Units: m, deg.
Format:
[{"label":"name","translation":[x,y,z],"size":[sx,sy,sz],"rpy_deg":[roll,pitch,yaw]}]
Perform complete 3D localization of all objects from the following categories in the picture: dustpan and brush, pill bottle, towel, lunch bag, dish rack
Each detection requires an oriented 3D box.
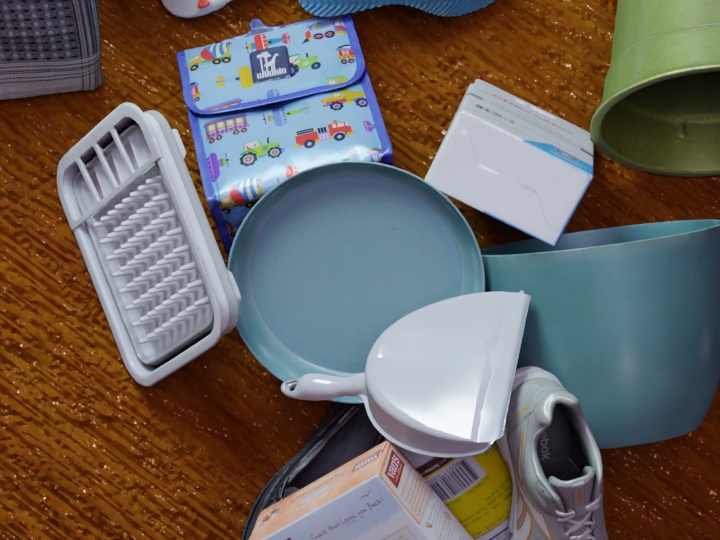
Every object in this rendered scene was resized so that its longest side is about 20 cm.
[{"label":"dustpan and brush","translation":[0.027,0.082,1.567],"size":[0.200,0.057,0.140],"rpy_deg":[2,55,19]},{"label":"pill bottle","translation":[0.115,0.186,1.624],"size":[0.109,0.109,0.200],"rpy_deg":[-42,103,-12]},{"label":"towel","translation":[-0.305,-0.190,1.616],"size":[0.200,0.193,0.035],"rpy_deg":[-4,63,-6]},{"label":"lunch bag","translation":[-0.061,-0.124,1.676],"size":[0.150,0.094,0.200],"rpy_deg":[-15,55,0]},{"label":"dish rack","translation":[-0.162,-0.021,1.624],"size":[0.043,0.172,0.200],"rpy_deg":[-16,81,-36]}]

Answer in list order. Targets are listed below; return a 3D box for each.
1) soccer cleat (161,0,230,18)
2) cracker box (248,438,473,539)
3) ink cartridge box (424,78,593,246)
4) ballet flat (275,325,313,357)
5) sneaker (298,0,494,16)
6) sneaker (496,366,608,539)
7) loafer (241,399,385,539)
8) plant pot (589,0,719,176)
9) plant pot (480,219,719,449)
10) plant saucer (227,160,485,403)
[{"label":"soccer cleat","translation":[-0.091,-0.291,1.722],"size":[0.069,0.078,0.200],"rpy_deg":[40,98,-2]},{"label":"cracker box","translation":[0.026,0.242,1.582],"size":[0.134,0.058,0.200],"rpy_deg":[-31,107,26]},{"label":"ink cartridge box","translation":[0.123,-0.090,1.662],"size":[0.116,0.200,0.067],"rpy_deg":[26,104,1]},{"label":"ballet flat","translation":[0.000,0.000,1.677],"size":[0.068,0.067,0.200],"rpy_deg":[40,78,1]},{"label":"sneaker","translation":[0.033,-0.261,1.721],"size":[0.200,0.077,0.081],"rpy_deg":[-2,41,-22]},{"label":"sneaker","translation":[0.150,0.174,1.527],"size":[0.076,0.092,0.200],"rpy_deg":[-20,101,-13]},{"label":"loafer","translation":[-0.035,0.175,1.644],"size":[0.072,0.063,0.200],"rpy_deg":[33,78,-1]},{"label":"plant pot","translation":[0.284,-0.204,1.702],"size":[0.200,0.200,0.190],"rpy_deg":[1,67,-6]},{"label":"plant pot","translation":[0.197,0.052,1.633],"size":[0.200,0.201,0.161],"rpy_deg":[-8,94,-8]},{"label":"plant saucer","translation":[-0.004,0.007,1.602],"size":[0.200,0.027,0.201],"rpy_deg":[0,111,1]}]
